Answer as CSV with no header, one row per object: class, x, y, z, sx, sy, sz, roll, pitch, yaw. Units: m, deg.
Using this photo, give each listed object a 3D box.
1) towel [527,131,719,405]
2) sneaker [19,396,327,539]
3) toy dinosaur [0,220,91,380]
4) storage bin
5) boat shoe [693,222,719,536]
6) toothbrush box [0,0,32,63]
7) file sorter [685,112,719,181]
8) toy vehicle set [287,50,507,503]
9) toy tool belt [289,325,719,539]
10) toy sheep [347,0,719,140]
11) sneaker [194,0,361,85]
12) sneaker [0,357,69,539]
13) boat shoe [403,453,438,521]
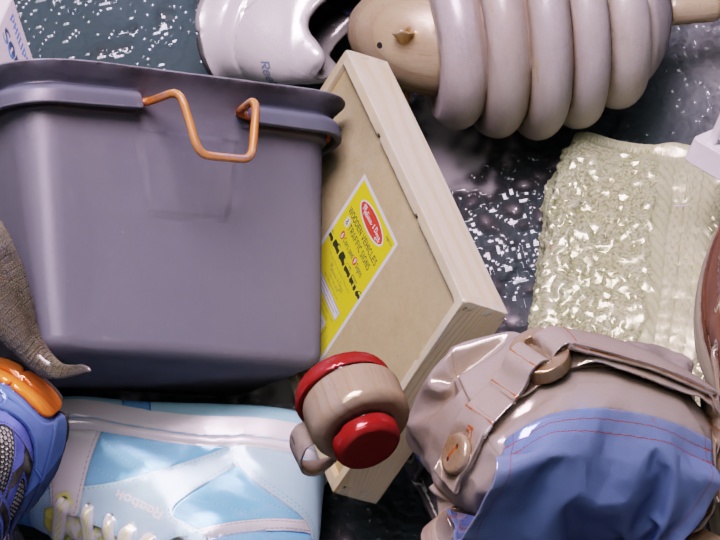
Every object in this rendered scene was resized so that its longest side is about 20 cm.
towel,0.154,0.022,1.468,0.147,0.037,0.201,5,61,11
sneaker,-0.111,0.133,1.405,0.198,0.080,0.131,-1,60,-2
toy dinosaur,-0.209,-0.005,1.323,0.199,0.077,0.103,16,75,27
storage bin,-0.100,-0.016,1.403,0.199,0.145,0.135,4,74,-36
boat shoe,0.201,0.048,1.383,0.075,0.072,0.201,1,60,-4
toothbrush box,-0.261,-0.048,1.493,0.145,0.086,0.201,0,39,17
file sorter,0.291,-0.071,1.419,0.199,0.125,0.139,32,28,23
toy vehicle set,0.000,0.000,1.431,0.026,0.125,0.201,16,33,-31
toy tool belt,0.077,0.094,1.302,0.199,0.125,0.123,2,43,-28
toy sheep,0.092,-0.133,1.515,0.199,0.138,0.139,-10,59,-5
sneaker,-0.010,-0.178,1.579,0.087,0.075,0.201,16,71,30
sneaker,-0.197,0.132,1.367,0.075,0.201,0.078,27,37,19
boat shoe,0.038,0.067,1.429,0.072,0.066,0.202,-35,50,26
